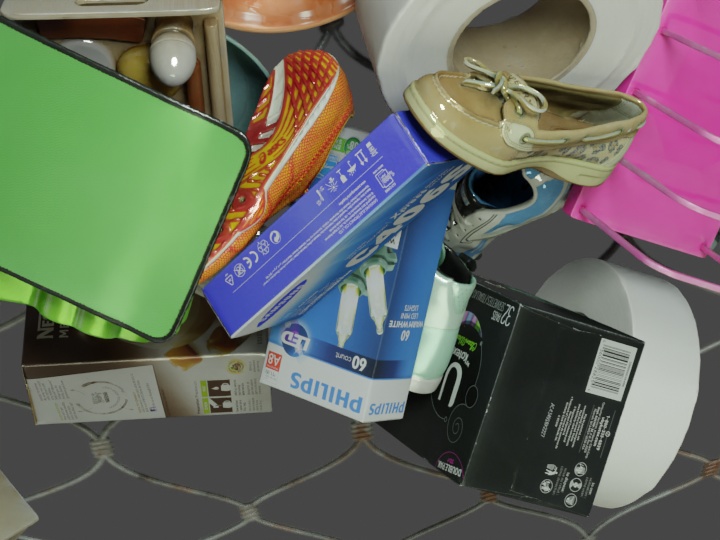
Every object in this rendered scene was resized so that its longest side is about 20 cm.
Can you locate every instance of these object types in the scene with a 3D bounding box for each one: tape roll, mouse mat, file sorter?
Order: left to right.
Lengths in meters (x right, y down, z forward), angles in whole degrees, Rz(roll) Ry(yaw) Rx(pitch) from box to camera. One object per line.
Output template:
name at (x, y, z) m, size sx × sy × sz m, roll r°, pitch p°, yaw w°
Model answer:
mouse mat at (-0.186, -0.057, 0.962) m, size 0.198 × 0.008 × 0.162 m, roll 25°, pitch 109°, yaw -5°
tape roll at (0.100, -0.177, 0.991) m, size 0.200 × 0.071 × 0.203 m, roll -12°, pitch 146°, yaw -8°
tape roll at (0.198, 0.094, 1.242) m, size 0.070 × 0.204 × 0.203 m, roll 15°, pitch 134°, yaw -22°
file sorter at (0.264, -0.093, 1.032) m, size 0.138 × 0.125 × 0.202 m, roll 14°, pitch 108°, yaw -30°

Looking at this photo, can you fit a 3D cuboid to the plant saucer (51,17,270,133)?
plant saucer at (-0.156, -0.122, 1.080) m, size 0.197 × 0.036 × 0.201 m, roll -3°, pitch 142°, yaw -3°

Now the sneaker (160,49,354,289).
sneaker at (-0.067, -0.060, 1.025) m, size 0.201 × 0.073 × 0.077 m, roll -50°, pitch 146°, yaw -14°

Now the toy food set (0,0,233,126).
toy food set at (-0.161, -0.110, 1.017) m, size 0.141 × 0.061 × 0.201 m, roll -3°, pitch 141°, yaw -3°

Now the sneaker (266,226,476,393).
sneaker at (0.007, -0.008, 1.162) m, size 0.073 × 0.200 × 0.119 m, roll -14°, pitch 135°, yaw -56°

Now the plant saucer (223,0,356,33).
plant saucer at (-0.058, -0.245, 0.965) m, size 0.197 × 0.033 × 0.202 m, roll -4°, pitch 138°, yaw -4°

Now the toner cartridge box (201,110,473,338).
toner cartridge box at (-0.011, -0.033, 0.997) m, size 0.200 × 0.043 × 0.095 m, roll -41°, pitch 167°, yaw 29°

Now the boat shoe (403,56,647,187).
boat shoe at (0.110, -0.105, 0.965) m, size 0.198 × 0.074 × 0.063 m, roll 4°, pitch 137°, yaw -45°

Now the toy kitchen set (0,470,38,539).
toy kitchen set at (-0.419, 0.293, 1.428) m, size 0.162 × 0.200 × 0.181 m, roll -29°, pitch 156°, yaw -41°

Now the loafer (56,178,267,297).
loafer at (-0.140, -0.032, 1.057) m, size 0.199 × 0.063 × 0.073 m, roll 22°, pitch 93°, yaw -42°

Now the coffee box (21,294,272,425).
coffee box at (-0.174, 0.055, 1.219) m, size 0.197 × 0.115 × 0.080 m, roll -4°, pitch 139°, yaw -3°

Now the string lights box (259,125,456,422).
string lights box at (0.000, 0.000, 1.089) m, size 0.102 × 0.203 × 0.059 m, roll 17°, pitch -173°, yaw 33°

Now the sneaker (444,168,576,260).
sneaker at (0.088, -0.053, 1.138) m, size 0.072 × 0.073 × 0.199 m, roll 9°, pitch 153°, yaw -35°

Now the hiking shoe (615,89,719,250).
hiking shoe at (0.245, -0.103, 1.143) m, size 0.087 × 0.074 × 0.200 m, roll -42°, pitch 130°, yaw 1°

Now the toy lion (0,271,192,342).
toy lion at (-0.222, -0.009, 1.090) m, size 0.189 × 0.200 × 0.069 m, roll 9°, pitch 112°, yaw -26°

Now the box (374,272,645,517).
box at (0.112, 0.090, 1.197) m, size 0.123 × 0.200 × 0.150 m, roll 17°, pitch 93°, yaw -24°
